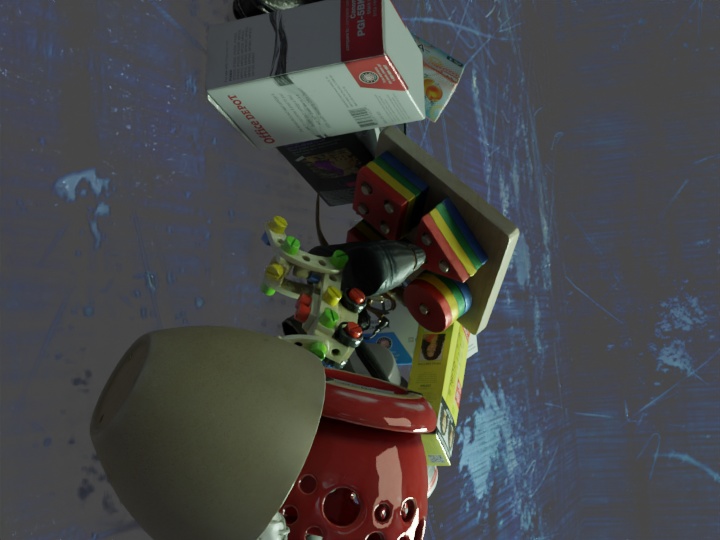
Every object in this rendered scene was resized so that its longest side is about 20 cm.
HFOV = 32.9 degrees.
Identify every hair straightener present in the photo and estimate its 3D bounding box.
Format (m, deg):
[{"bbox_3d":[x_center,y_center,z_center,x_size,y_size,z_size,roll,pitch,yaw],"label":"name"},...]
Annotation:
[{"bbox_3d":[-0.002,0.074,1.449,0.041,0.076,0.201,79,-13,-47],"label":"hair straightener"}]

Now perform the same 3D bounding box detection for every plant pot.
[{"bbox_3d":[-0.139,0.124,0.987,0.134,0.200,0.202,32,45,-21],"label":"plant pot"},{"bbox_3d":[-0.025,0.194,1.182,0.200,0.198,0.185,13,89,-70],"label":"plant pot"}]

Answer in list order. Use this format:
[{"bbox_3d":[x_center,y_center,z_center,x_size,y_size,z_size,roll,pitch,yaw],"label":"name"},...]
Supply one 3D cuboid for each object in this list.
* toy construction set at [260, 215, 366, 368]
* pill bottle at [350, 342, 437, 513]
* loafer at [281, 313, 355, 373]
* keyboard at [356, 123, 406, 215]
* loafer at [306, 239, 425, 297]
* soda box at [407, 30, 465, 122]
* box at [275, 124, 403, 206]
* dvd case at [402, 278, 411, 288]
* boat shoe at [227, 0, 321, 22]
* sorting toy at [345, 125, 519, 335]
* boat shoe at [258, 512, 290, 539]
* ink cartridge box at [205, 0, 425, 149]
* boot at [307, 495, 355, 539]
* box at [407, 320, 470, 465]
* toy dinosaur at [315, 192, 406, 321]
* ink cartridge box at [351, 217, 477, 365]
[{"bbox_3d":[-0.064,0.040,1.293,0.092,0.130,0.201,-50,-161,44],"label":"toy construction set"},{"bbox_3d":[0.021,0.197,1.508,0.115,0.112,0.202,-72,150,-49],"label":"pill bottle"},{"bbox_3d":[-0.042,0.134,1.368,0.073,0.071,0.202,-55,-131,50],"label":"loafer"},{"bbox_3d":[0.009,-0.168,1.592,0.039,0.103,0.203,9,79,-60],"label":"keyboard"},{"bbox_3d":[0.000,0.000,1.397,0.072,0.199,0.074,-14,98,-29],"label":"loafer"},{"bbox_3d":[0.030,-0.272,1.538,0.064,0.198,0.069,-57,-176,34],"label":"soda box"},{"bbox_3d":[-0.025,-0.175,1.475,0.200,0.105,0.124,48,40,-61],"label":"box"},{"bbox_3d":[0.071,-0.028,1.520,0.149,0.016,0.200,49,-22,5],"label":"dvd case"},{"bbox_3d":[-0.045,-0.277,1.339,0.198,0.060,0.075,11,62,-27],"label":"boat shoe"},{"bbox_3d":[0.069,-0.030,1.412,0.069,0.198,0.201,-37,157,-29],"label":"sorting toy"},{"bbox_3d":[-0.095,0.229,1.068,0.202,0.069,0.071,-63,-177,14],"label":"boat shoe"},{"bbox_3d":[-0.046,-0.208,1.282,0.147,0.197,0.084,45,40,-62],"label":"ink cartridge box"},{"bbox_3d":[-0.056,0.210,1.360,0.200,0.067,0.132,-59,134,-62],"label":"boot"},{"bbox_3d":[0.093,0.131,1.478,0.076,0.049,0.202,64,30,-46],"label":"box"},{"bbox_3d":[-0.012,0.009,1.540,0.199,0.060,0.107,37,54,-24],"label":"toy dinosaur"},{"bbox_3d":[0.073,0.021,1.658,0.084,0.144,0.203,-15,99,-71],"label":"ink cartridge box"}]
